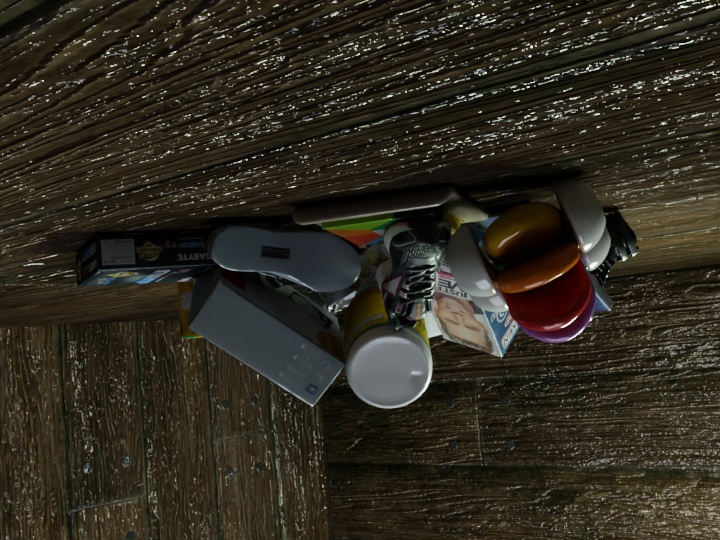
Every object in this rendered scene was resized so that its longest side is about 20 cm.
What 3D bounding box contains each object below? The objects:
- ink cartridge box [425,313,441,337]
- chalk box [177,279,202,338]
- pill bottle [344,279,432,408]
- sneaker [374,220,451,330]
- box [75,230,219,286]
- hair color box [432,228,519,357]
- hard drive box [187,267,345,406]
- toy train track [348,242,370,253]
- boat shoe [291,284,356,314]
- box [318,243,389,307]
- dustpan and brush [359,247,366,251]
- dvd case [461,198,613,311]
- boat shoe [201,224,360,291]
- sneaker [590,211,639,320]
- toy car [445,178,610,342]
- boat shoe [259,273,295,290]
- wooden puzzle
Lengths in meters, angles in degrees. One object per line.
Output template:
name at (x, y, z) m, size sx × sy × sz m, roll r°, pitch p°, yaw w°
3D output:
ink cartridge box at (0.157, 0.021, 1.506) m, size 0.198 × 0.116 × 0.068 m, roll -15°, pitch -148°, yaw -11°
chalk box at (-0.183, 0.042, 1.592) m, size 0.123 × 0.125 × 0.199 m, roll -8°, pitch 175°, yaw 33°
pill bottle at (0.034, 0.085, 1.319) m, size 0.111 × 0.114 × 0.200 m, roll -5°, pitch -157°, yaw 1°
sneaker at (0.066, 0.010, 1.147) m, size 0.079 × 0.087 × 0.200 m, roll -6°, pitch 158°, yaw -6°
box at (-0.277, -0.014, 1.285) m, size 0.157 × 0.047 × 0.200 m, roll -3°, pitch 175°, yaw -24°
hair color box at (0.137, 0.025, 1.311) m, size 0.099 × 0.061 × 0.201 m, roll 17°, pitch 150°, yaw 35°
hard drive box at (-0.125, 0.069, 1.318) m, size 0.199 × 0.077 × 0.156 m, roll 34°, pitch -166°, yaw -17°
toy train track at (0.038, -0.029, 1.457) m, size 0.198 × 0.033 × 0.115 m, roll -13°, pitch -141°, yaw -16°
boat shoe at (-0.059, 0.042, 1.463) m, size 0.197 × 0.065 × 0.072 m, roll 3°, pitch 149°, yaw 1°
box at (0.000, 0.000, 1.316) m, size 0.039 × 0.042 × 0.200 m, roll -33°, pitch -179°, yaw -32°
dustpan and brush at (-0.090, -0.002, 1.547) m, size 0.198 × 0.058 × 0.139 m, roll 1°, pitch 173°, yaw -33°
dvd case at (0.214, -0.011, 1.265) m, size 0.142 × 0.018 × 0.200 m, roll -7°, pitch 136°, yaw 50°
boat shoe at (-0.097, -0.019, 1.205) m, size 0.197 × 0.075 × 0.068 m, roll 4°, pitch -170°, yaw -26°
sneaker at (0.334, -0.015, 1.368) m, size 0.098 × 0.071 × 0.201 m, roll -17°, pitch -144°, yaw 22°
toy car at (0.202, 0.004, 1.100) m, size 0.174 × 0.151 × 0.200 m, roll -26°, pitch 160°, yaw 10°
boat shoe at (-0.088, -0.015, 1.345) m, size 0.060 × 0.073 × 0.202 m, roll -8°, pitch -179°, yaw 14°
wooden puzzle at (0.040, -0.058, 1.144) m, size 0.183 × 0.038 × 0.200 m, roll -7°, pitch 175°, yaw 19°
